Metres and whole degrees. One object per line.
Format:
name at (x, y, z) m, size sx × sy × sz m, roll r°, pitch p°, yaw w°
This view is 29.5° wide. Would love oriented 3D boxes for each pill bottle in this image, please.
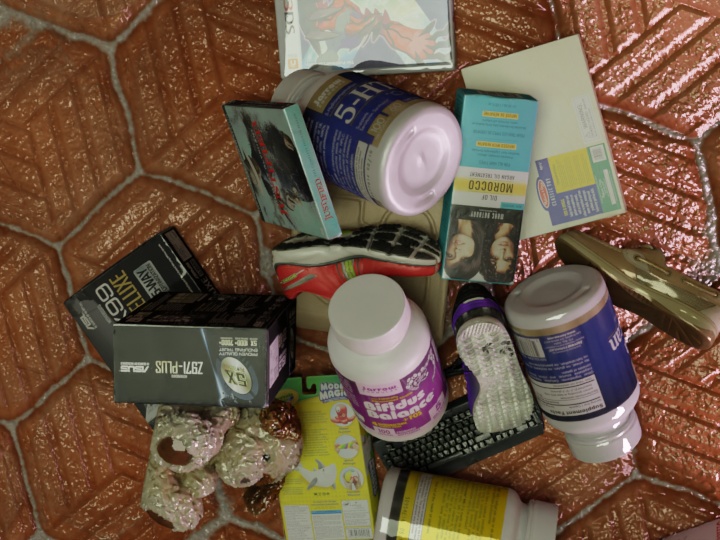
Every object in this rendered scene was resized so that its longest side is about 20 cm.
pill bottle at (-0.002, -0.144, 1.442) m, size 0.200 × 0.119 × 0.120 m, roll 27°, pitch 111°, yaw 40°
pill bottle at (0.236, 0.104, 1.475) m, size 0.111 × 0.111 × 0.201 m, roll -16°, pitch 115°, yaw 16°
pill bottle at (0.027, 0.093, 1.476) m, size 0.112 × 0.113 × 0.200 m, roll -2°, pitch 145°, yaw 14°
pill bottle at (0.119, 0.295, 1.554) m, size 0.199 × 0.114 × 0.115 m, roll 9°, pitch 105°, yaw 7°

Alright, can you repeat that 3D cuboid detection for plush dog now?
plush dog at (-0.150, 0.196, 1.557) m, size 0.171 × 0.161 × 0.200 m, roll 11°, pitch 137°, yaw -7°

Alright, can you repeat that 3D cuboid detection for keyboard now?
keyboard at (0.104, 0.168, 1.581) m, size 0.199 × 0.021 × 0.127 m, roll -26°, pitch 96°, yaw 17°

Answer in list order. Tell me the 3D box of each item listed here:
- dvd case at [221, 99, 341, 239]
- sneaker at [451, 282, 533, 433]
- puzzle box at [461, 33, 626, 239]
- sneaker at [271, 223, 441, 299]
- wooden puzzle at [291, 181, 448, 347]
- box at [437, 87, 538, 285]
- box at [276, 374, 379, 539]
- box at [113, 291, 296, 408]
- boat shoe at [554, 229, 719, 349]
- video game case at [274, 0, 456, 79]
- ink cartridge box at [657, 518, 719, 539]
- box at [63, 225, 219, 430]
dvd case at (-0.088, -0.112, 1.474) m, size 0.022 × 0.200 × 0.147 m, roll -24°, pitch 107°, yaw -18°
sneaker at (0.142, 0.091, 1.501) m, size 0.069 × 0.100 × 0.201 m, roll -13°, pitch 135°, yaw 2°
puzzle box at (0.199, -0.141, 1.482) m, size 0.132 × 0.025 × 0.201 m, roll -14°, pitch 99°, yaw 16°
sneaker at (0.000, 0.000, 1.501) m, size 0.199 × 0.077 × 0.085 m, roll -1°, pitch 113°, yaw 25°
wooden puzzle at (0.013, -0.020, 1.548) m, size 0.184 × 0.046 × 0.201 m, roll 8°, pitch 109°, yaw 12°
box at (0.133, -0.089, 1.460) m, size 0.082 × 0.049 × 0.201 m, roll 4°, pitch 105°, yaw -5°
box at (-0.045, 0.217, 1.614) m, size 0.117 × 0.048 × 0.201 m, roll -4°, pitch 104°, yaw 15°
box at (-0.163, 0.082, 1.478) m, size 0.163 × 0.200 × 0.087 m, roll 2°, pitch 99°, yaw 5°
boat shoe at (0.304, 0.008, 1.477) m, size 0.200 × 0.071 × 0.065 m, roll 33°, pitch 73°, yaw 12°
video game case at (0.002, -0.305, 1.493) m, size 0.199 × 0.023 × 0.183 m, roll -1°, pitch 103°, yaw 14°
ink cartridge box at (0.338, 0.357, 1.501) m, size 0.199 × 0.146 × 0.086 m, roll -22°, pitch 96°, yaw 17°
box at (-0.231, 0.072, 1.622) m, size 0.157 × 0.050 × 0.200 m, roll -33°, pitch 94°, yaw 18°
